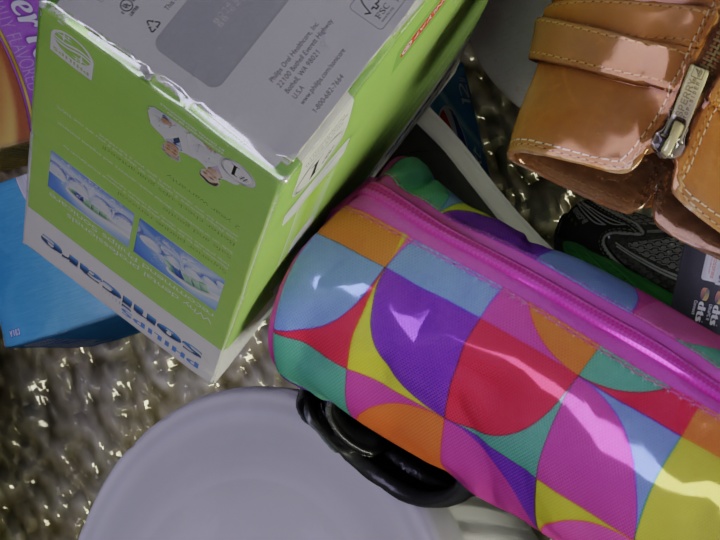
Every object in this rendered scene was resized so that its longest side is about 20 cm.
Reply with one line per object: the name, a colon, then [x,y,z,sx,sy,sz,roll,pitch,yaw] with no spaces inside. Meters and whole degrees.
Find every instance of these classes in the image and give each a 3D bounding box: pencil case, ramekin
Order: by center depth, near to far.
pencil case: [0.069,0.038,0.757,0.199,0.088,0.089,27,100,24]
ramekin: [-0.012,0.146,0.942,0.202,0.094,0.204,-4,84,39]

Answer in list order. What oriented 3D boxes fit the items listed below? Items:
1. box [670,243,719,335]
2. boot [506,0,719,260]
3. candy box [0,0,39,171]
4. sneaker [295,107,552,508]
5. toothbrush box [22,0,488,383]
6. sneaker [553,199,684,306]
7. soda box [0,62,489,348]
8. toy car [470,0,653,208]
box: [0.169,0.053,0.781,0.157,0.050,0.201,15,95,26]
boot: [0.150,-0.068,0.742,0.199,0.074,0.155,19,77,13]
candy box: [-0.117,-0.110,1.042,0.199,0.056,0.117,-11,83,25]
sneaker: [0.000,0.000,0.878,0.200,0.099,0.071,44,134,17]
toothbrush box: [-0.025,-0.069,0.766,0.086,0.200,0.146,35,71,5]
sneaker: [0.164,0.005,0.892,0.199,0.078,0.086,14,88,18]
soda box: [-0.051,-0.025,1.001,0.199,0.064,0.068,-17,81,25]
toy car: [0.083,-0.121,0.864,0.177,0.184,0.201,-10,101,65]
